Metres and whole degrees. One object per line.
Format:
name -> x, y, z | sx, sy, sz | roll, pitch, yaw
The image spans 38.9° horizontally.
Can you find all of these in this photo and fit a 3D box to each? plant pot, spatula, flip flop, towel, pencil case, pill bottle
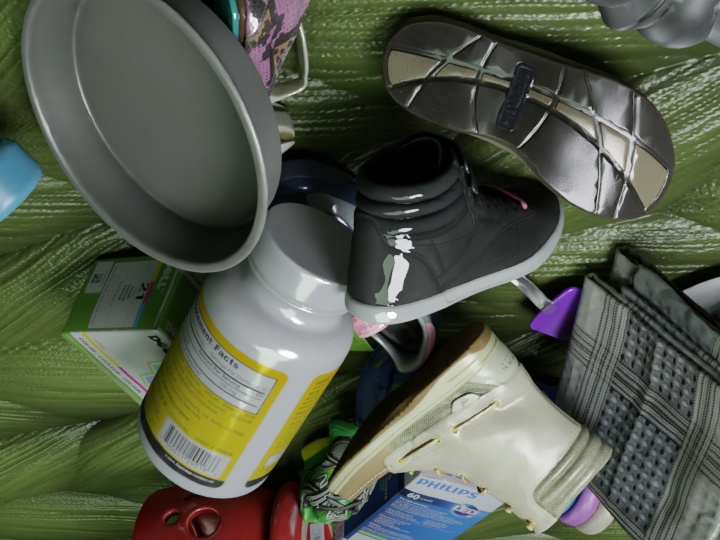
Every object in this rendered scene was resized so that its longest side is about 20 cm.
plant pot -> -0.125, 0.321, 1.078 | 0.181, 0.202, 0.201 | -11, 139, 13
spatula -> 0.117, 0.005, 0.797 | 0.199, 0.021, 0.057 | 29, 123, -23
flip flop -> 0.106, -0.100, 0.642 | 0.198, 0.058, 0.082 | 24, 107, 0
towel -> 0.213, 0.108, 0.752 | 0.034, 0.193, 0.202 | -5, 124, -25
pencil case -> 0.096, 0.121, 0.897 | 0.198, 0.079, 0.087 | 15, 151, -11
pill bottle -> -0.072, 0.056, 0.713 | 0.110, 0.112, 0.201 | 22, 122, -19

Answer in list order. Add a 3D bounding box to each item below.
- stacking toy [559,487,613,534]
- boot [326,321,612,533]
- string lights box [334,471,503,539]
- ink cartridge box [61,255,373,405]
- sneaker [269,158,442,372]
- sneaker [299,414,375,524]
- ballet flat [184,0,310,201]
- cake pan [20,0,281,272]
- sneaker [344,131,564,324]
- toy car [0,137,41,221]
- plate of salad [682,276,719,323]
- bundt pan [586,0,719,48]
stacking toy -> 0.150, 0.181, 0.977 | 0.198, 0.086, 0.086 | 23, 139, -10
boot -> 0.081, 0.153, 0.805 | 0.154, 0.072, 0.200 | 41, 117, -7
string lights box -> 0.060, 0.241, 1.066 | 0.102, 0.059, 0.200 | 20, 139, -18
ink cartridge box -> -0.113, 0.056, 0.819 | 0.198, 0.076, 0.148 | -3, 142, 30
sneaker -> 0.000, 0.000, 0.758 | 0.070, 0.083, 0.200 | -23, 133, 31
sneaker -> -0.005, 0.195, 0.974 | 0.077, 0.086, 0.200 | 13, 151, -14
ballet flat -> -0.070, -0.111, 0.653 | 0.070, 0.070, 0.201 | -7, 147, -25
cake pan -> -0.126, -0.093, 0.627 | 0.199, 0.037, 0.202 | 24, 135, 26
sneaker -> 0.070, -0.045, 0.655 | 0.070, 0.199, 0.100 | 26, 128, 39
toy car -> -0.352, -0.076, 0.685 | 0.185, 0.177, 0.199 | 49, 155, -25
plate of salad -> 0.323, 0.070, 0.833 | 0.198, 0.048, 0.201 | 3, 142, 2
bundt pan -> 0.182, -0.191, 0.507 | 0.199, 0.076, 0.203 | 4, 142, 3
